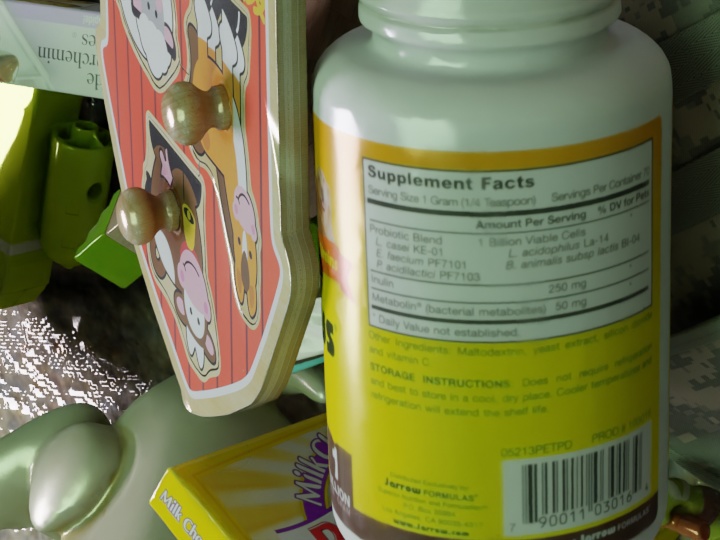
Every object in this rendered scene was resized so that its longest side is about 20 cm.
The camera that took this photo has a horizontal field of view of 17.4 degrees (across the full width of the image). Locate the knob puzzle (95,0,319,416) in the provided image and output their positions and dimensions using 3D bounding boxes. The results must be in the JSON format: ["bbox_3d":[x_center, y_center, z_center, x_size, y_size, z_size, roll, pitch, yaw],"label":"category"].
[{"bbox_3d":[-0.064,-0.038,0.788,0.220,0.030,0.220,169,90,-69],"label":"knob puzzle"}]

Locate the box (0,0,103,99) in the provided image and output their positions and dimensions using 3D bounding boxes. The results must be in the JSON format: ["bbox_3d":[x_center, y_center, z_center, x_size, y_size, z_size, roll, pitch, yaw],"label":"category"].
[{"bbox_3d":[-0.139,-0.102,1.056,0.199,0.041,0.039,11,103,29],"label":"box"}]

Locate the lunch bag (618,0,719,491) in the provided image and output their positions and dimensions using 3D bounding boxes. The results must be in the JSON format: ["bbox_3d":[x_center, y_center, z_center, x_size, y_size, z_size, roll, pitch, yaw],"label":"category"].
[{"bbox_3d":[0.146,-0.021,0.775,0.164,0.117,0.200,-27,90,49],"label":"lunch bag"}]

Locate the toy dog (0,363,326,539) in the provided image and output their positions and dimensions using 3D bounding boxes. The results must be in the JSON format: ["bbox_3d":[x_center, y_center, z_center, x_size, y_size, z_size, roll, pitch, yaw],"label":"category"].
[{"bbox_3d":[-0.065,0.148,1.004,0.194,0.140,0.200,-34,37,11],"label":"toy dog"}]

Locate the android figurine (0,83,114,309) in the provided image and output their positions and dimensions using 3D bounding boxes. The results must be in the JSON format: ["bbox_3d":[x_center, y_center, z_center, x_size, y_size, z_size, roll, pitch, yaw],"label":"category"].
[{"bbox_3d":[-0.191,-0.063,1.158,0.182,0.041,0.201,30,121,34],"label":"android figurine"}]

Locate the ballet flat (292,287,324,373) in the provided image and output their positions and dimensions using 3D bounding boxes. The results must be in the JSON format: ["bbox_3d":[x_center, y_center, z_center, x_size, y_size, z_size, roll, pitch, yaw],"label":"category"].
[{"bbox_3d":[0.000,0.000,0.961,0.200,0.069,0.070,-10,96,41],"label":"ballet flat"}]

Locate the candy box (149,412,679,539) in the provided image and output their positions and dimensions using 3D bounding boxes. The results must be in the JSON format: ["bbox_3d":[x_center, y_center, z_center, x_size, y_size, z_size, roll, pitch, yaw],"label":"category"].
[{"bbox_3d":[0.027,0.089,0.869,0.102,0.200,0.026,46,129,25],"label":"candy box"}]

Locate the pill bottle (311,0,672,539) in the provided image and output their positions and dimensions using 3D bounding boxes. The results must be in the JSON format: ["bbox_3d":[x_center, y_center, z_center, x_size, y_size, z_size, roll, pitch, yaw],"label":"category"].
[{"bbox_3d":[0.041,-0.010,0.722,0.109,0.109,0.201,17,118,41],"label":"pill bottle"}]

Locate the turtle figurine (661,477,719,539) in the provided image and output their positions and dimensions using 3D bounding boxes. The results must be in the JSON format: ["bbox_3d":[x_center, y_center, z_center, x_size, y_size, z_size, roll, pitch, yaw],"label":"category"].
[{"bbox_3d":[0.179,0.121,0.810,0.200,0.064,0.161,47,140,-11],"label":"turtle figurine"}]

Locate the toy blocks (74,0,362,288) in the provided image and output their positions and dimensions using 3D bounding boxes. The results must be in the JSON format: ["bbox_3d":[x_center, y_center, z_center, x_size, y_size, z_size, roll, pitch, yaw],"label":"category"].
[{"bbox_3d":[-0.024,-0.084,0.923,0.100,0.137,0.200,32,140,-21],"label":"toy blocks"}]
